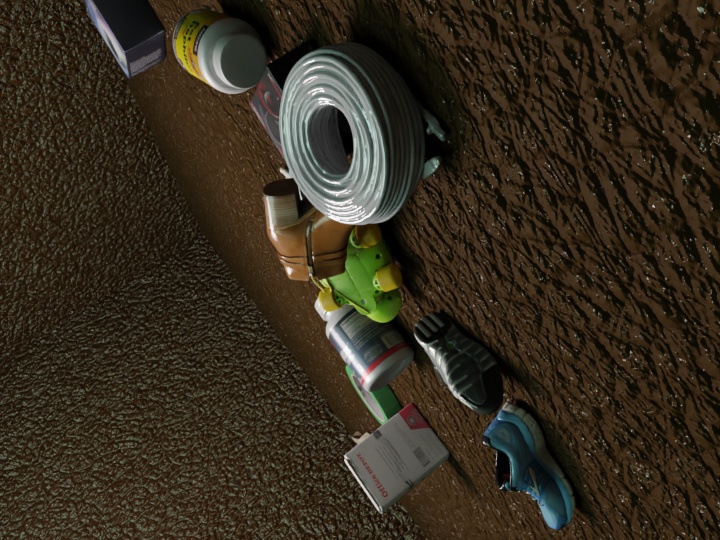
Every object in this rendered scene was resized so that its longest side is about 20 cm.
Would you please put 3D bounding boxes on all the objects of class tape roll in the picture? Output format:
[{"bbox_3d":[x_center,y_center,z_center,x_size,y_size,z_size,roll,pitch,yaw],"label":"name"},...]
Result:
[{"bbox_3d":[0.037,0.318,1.719,0.201,0.048,0.201,52,164,21],"label":"tape roll"}]

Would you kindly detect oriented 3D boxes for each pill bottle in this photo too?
[{"bbox_3d":[0.002,0.121,1.279,0.201,0.119,0.120,51,165,21],"label":"pill bottle"},{"bbox_3d":[-0.219,-0.345,1.042,0.200,0.108,0.110,38,157,50],"label":"pill bottle"}]

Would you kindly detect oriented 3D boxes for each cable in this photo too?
[{"bbox_3d":[-0.015,-0.148,0.744,0.202,0.069,0.200,56,141,13],"label":"cable"}]

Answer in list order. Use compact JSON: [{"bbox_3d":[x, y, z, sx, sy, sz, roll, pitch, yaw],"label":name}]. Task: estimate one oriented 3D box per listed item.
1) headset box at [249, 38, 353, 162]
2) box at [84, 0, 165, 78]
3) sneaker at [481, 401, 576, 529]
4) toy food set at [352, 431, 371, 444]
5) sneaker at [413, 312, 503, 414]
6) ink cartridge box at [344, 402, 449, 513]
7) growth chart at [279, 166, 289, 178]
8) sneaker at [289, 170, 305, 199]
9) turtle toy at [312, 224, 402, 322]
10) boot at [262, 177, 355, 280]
[{"bbox_3d":[-0.079,-0.210,0.934,0.150,0.074,0.200,58,165,-8],"label":"headset box"},{"bbox_3d":[-0.592,-0.625,1.654,0.202,0.122,0.198,58,164,-6],"label":"box"},{"bbox_3d":[0.230,0.289,0.938,0.202,0.089,0.078,59,165,-11],"label":"sneaker"},{"bbox_3d":[0.049,0.623,2.326,0.143,0.060,0.200,45,166,2],"label":"toy food set"},{"bbox_3d":[0.156,0.154,0.963,0.201,0.074,0.116,55,175,50],"label":"sneaker"},{"bbox_3d":[0.081,0.425,1.496,0.146,0.198,0.085,50,165,21],"label":"ink cartridge box"},{"bbox_3d":[-0.111,-0.119,1.344,0.145,0.018,0.202,42,159,47],"label":"growth chart"},{"bbox_3d":[-0.100,-0.111,1.078,0.081,0.073,0.205,-2,95,39],"label":"sneaker"},{"bbox_3d":[0.000,0.000,1.034,0.202,0.144,0.101,62,-154,-18],"label":"turtle toy"},{"bbox_3d":[-0.031,-0.054,0.914,0.074,0.196,0.157,-74,-20,-47],"label":"boot"}]
